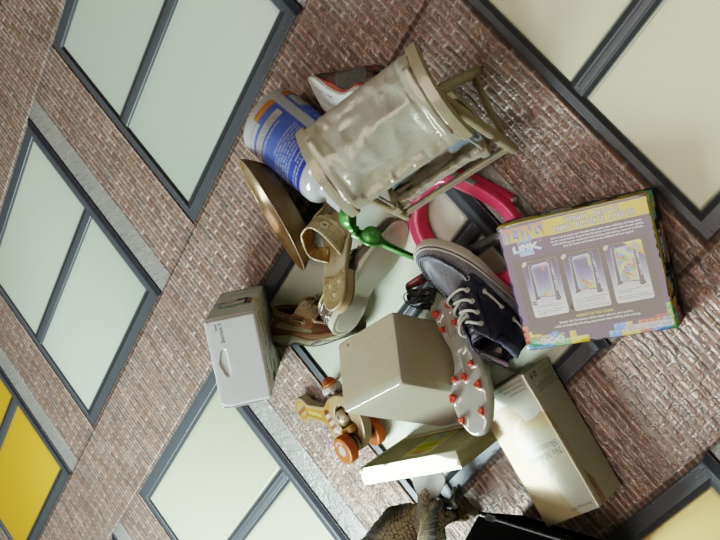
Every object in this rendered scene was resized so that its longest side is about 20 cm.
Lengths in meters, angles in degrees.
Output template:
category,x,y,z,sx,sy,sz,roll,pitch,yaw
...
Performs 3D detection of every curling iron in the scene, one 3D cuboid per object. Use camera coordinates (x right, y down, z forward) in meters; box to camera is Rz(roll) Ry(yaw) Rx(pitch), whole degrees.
category,x,y,z,sx,sy,sz,roll,pitch,yaw
curling iron,0.131,-0.003,1.327,0.050,0.026,0.200,43,130,-9

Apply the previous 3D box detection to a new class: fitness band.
category,x,y,z,sx,sy,sz,roll,pitch,yaw
fitness band,0.151,-0.058,1.326,0.199,0.037,0.146,32,126,30

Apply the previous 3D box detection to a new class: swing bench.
category,x,y,z,sx,sy,sz,roll,pitch,yaw
swing bench,0.060,-0.166,1.217,0.198,0.199,0.131,-32,75,30

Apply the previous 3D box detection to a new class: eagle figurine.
category,x,y,z,sx,sy,sz,roll,pitch,yaw
eagle figurine,0.091,0.401,1.425,0.150,0.199,0.154,33,125,28

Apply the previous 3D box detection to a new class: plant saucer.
category,x,y,z,sx,sy,sz,roll,pitch,yaw
plant saucer,-0.126,-0.094,1.494,0.202,0.035,0.201,57,171,14

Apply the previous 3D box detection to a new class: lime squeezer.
category,x,y,z,sx,sy,sz,roll,pitch,yaw
lime squeezer,0.015,-0.070,1.356,0.070,0.038,0.201,-37,105,16

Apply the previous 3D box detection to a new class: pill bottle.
category,x,y,z,sx,sy,sz,roll,pitch,yaw
pill bottle,-0.072,-0.173,1.424,0.199,0.111,0.113,41,127,23

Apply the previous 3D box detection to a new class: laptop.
category,x,y,z,sx,sy,sz,roll,pitch,yaw
laptop,0.237,0.405,1.281,0.185,0.199,0.118,8,82,39

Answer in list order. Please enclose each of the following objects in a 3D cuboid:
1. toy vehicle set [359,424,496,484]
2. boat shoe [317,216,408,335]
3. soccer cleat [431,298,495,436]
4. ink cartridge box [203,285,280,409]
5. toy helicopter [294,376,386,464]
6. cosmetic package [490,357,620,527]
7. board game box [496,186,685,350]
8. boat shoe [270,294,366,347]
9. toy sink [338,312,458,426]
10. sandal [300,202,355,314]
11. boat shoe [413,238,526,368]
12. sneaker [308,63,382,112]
category,x,y,z,sx,sy,sz,roll,pitch,yaw
toy vehicle set,0.105,0.268,1.418,0.198,0.123,0.027,-22,91,43
boat shoe,0.000,0.000,1.436,0.060,0.071,0.202,44,112,39
soccer cleat,0.156,0.128,1.316,0.069,0.077,0.203,-32,59,37
ink cartridge box,-0.191,0.121,1.569,0.082,0.200,0.147,-11,101,1
toy helicopter,-0.052,0.230,1.578,0.199,0.078,0.134,3,114,53
cosmetic package,0.255,0.235,1.311,0.105,0.071,0.202,-38,79,42
board game box,0.285,0.001,1.192,0.197,0.056,0.168,-11,96,31
boat shoe,-0.079,0.080,1.546,0.198,0.075,0.075,-8,97,41
toy sink,0.086,0.144,1.384,0.130,0.198,0.114,-33,53,43
sandal,-0.054,-0.042,1.412,0.077,0.069,0.215,-35,47,38
boat shoe,0.146,0.044,1.273,0.198,0.093,0.075,33,137,-4
sneaker,-0.001,-0.257,1.372,0.199,0.082,0.078,29,154,53
